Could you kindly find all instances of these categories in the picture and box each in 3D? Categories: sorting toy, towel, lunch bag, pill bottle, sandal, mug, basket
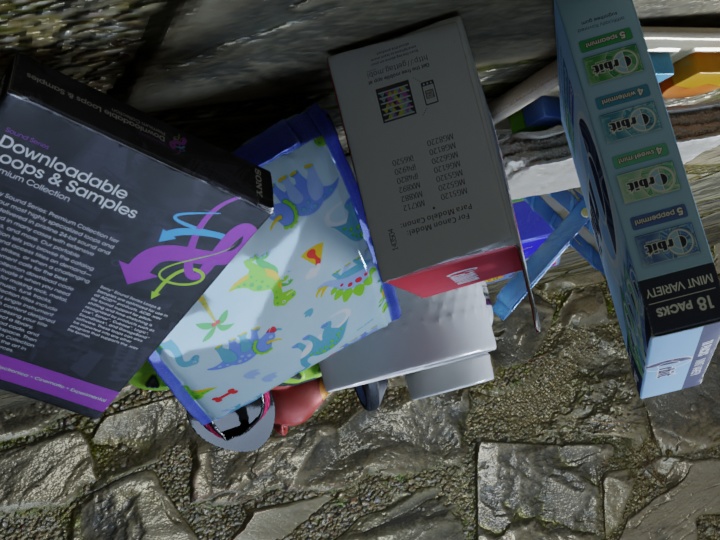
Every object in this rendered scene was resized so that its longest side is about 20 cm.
[{"bbox_3d":[0.192,-0.133,0.819,0.197,0.037,0.185,-11,173,-28],"label":"sorting toy"},{"bbox_3d":[0.184,-0.092,0.871,0.196,0.035,0.132,-9,173,-13],"label":"towel"},{"bbox_3d":[-0.077,-0.010,0.717,0.168,0.128,0.201,-30,156,-5],"label":"lunch bag"},{"bbox_3d":[0.063,0.014,1.048,0.110,0.204,0.112,-13,174,-1],"label":"pill bottle"},{"bbox_3d":[-0.105,0.097,0.887,0.074,0.046,0.202,-11,141,-10],"label":"sandal"},{"bbox_3d":[0.000,0.000,0.900,0.197,0.179,0.147,-10,172,-31],"label":"mug"},{"bbox_3d":[0.194,-0.038,1.027,0.201,0.139,0.176,-51,174,-3],"label":"basket"}]

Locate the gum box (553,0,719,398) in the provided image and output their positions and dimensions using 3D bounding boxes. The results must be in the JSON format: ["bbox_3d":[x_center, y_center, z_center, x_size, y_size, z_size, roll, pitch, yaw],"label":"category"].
[{"bbox_3d":[0.160,-0.041,0.654,0.044,0.203,0.170,-15,161,7],"label":"gum box"}]

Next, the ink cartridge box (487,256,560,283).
[{"bbox_3d":[0.182,-0.022,1.585,0.196,0.078,0.136,-14,174,9],"label":"ink cartridge box"}]

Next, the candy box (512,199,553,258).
[{"bbox_3d":[0.124,-0.041,1.275,0.166,0.078,0.200,-13,174,-6],"label":"candy box"}]

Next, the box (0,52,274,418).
[{"bbox_3d":[-0.155,-0.006,0.577,0.141,0.037,0.200,23,130,-30],"label":"box"}]

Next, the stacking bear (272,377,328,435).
[{"bbox_3d":[-0.082,0.064,1.064,0.112,0.203,0.122,-5,-144,8],"label":"stacking bear"}]

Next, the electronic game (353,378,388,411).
[{"bbox_3d":[-0.015,0.039,1.086,0.041,0.203,0.200,-15,174,-7],"label":"electronic game"}]

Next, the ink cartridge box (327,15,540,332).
[{"bbox_3d":[0.055,-0.038,0.696,0.082,0.179,0.200,-15,173,9],"label":"ink cartridge box"}]

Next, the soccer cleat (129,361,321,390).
[{"bbox_3d":[-0.111,0.066,0.958,0.196,0.069,0.081,-3,-172,-19],"label":"soccer cleat"}]
